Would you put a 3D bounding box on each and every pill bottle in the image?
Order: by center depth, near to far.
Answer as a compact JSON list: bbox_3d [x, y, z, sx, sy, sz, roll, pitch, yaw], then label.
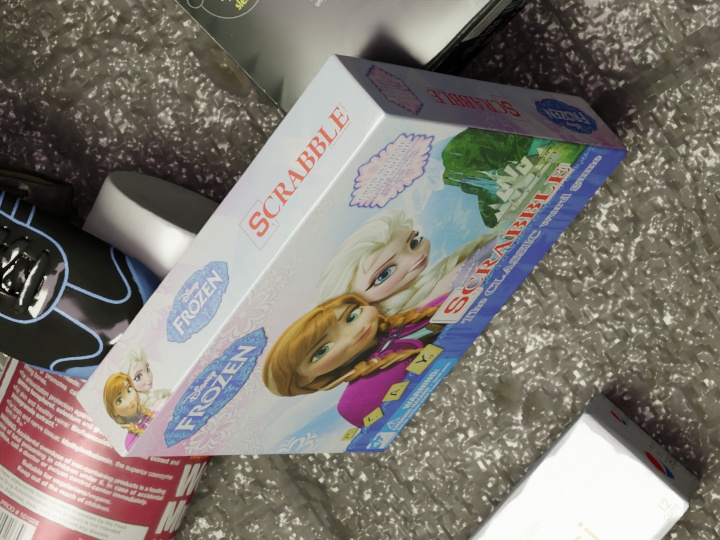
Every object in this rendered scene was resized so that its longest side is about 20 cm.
[{"bbox_3d":[-0.118,0.062,1.333,0.109,0.110,0.200,27,101,7],"label":"pill bottle"}]

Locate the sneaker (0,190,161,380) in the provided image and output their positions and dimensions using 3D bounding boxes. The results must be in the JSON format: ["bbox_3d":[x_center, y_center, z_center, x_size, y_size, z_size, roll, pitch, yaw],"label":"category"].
[{"bbox_3d":[-0.180,-0.007,1.261,0.200,0.078,0.070,23,88,22],"label":"sneaker"}]

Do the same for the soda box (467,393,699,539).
[{"bbox_3d":[0.071,0.156,1.330,0.068,0.064,0.200,41,102,5],"label":"soda box"}]

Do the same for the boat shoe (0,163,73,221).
[{"bbox_3d":[-0.234,-0.057,1.365,0.201,0.072,0.066,26,96,2],"label":"boat shoe"}]

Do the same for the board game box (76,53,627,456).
[{"bbox_3d":[0.000,0.000,1.242,0.041,0.199,0.200,50,115,27],"label":"board game box"}]

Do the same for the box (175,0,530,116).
[{"bbox_3d":[-0.026,-0.166,1.265,0.200,0.149,0.124,45,104,3],"label":"box"}]
